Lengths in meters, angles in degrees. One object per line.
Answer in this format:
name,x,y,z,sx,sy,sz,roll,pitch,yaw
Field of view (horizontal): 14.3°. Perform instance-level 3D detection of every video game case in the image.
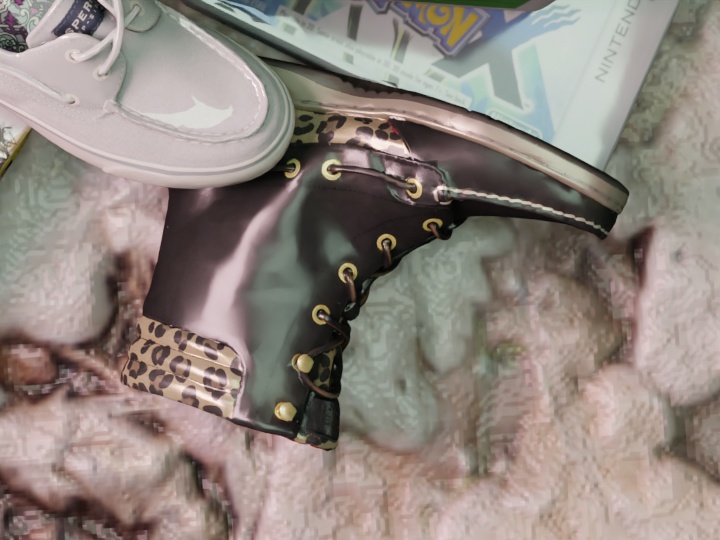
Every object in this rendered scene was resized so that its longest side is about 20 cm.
video game case,0.048,-0.156,1.244,0.199,0.022,0.183,25,85,-6

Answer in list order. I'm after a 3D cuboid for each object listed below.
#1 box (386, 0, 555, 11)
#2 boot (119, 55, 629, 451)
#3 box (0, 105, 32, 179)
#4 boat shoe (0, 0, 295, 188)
box,0.000,-0.213,1.141,0.198,0.171,0.202,3,87,-8
boot,0.000,0.000,1.192,0.199,0.073,0.152,16,88,11
box,-0.219,0.003,1.188,0.075,0.050,0.201,33,85,-5
boat shoe,-0.118,-0.097,1.146,0.199,0.069,0.072,29,75,1
